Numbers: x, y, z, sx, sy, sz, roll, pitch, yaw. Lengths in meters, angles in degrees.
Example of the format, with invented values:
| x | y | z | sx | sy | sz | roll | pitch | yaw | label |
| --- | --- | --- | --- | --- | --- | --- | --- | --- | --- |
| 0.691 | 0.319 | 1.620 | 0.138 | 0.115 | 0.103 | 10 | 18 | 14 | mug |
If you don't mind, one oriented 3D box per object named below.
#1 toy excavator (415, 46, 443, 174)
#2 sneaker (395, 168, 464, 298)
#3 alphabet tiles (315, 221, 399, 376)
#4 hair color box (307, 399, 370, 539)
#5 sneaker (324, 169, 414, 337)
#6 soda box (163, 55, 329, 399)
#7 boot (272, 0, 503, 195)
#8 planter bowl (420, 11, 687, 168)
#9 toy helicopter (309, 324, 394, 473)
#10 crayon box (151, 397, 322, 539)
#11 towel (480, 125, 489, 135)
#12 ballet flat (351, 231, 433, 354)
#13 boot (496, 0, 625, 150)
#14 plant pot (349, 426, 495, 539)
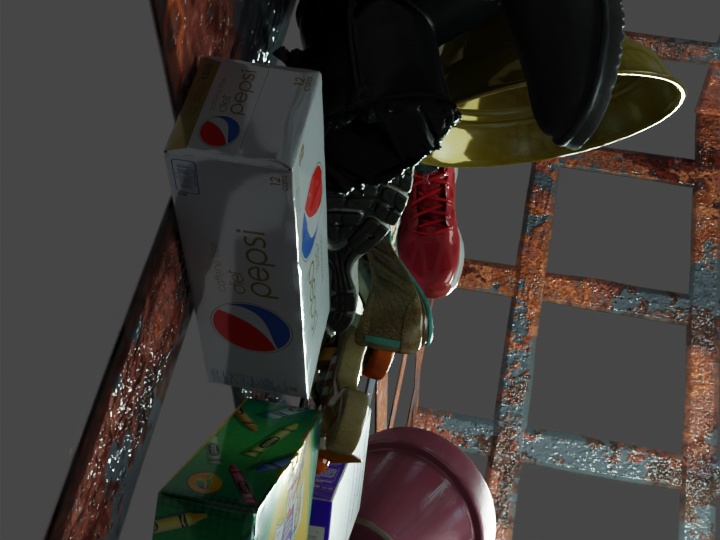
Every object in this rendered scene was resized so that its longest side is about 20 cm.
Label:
| x | y | z | sx | sy | sz | roll | pitch | yaw | label |
| --- | --- | --- | --- | --- | --- | --- | --- | --- | --- |
| 0.048 | -0.211 | 1.021 | 0.195 | 0.099 | 0.200 | -53 | -152 | 12 | toy excavator |
| 0.066 | -0.080 | 1.204 | 0.116 | 0.077 | 0.202 | 72 | 13 | -59 | sneaker |
| -0.004 | -0.004 | 1.043 | 0.166 | 0.006 | 0.202 | -34 | 138 | -59 | alphabet tiles |
| -0.039 | 0.202 | 1.010 | 0.200 | 0.064 | 0.111 | -53 | 150 | -72 | hair color box |
| -0.021 | -0.048 | 0.808 | 0.091 | 0.078 | 0.201 | -93 | -159 | -46 | sneaker |
| -0.054 | -0.015 | 0.612 | 0.201 | 0.063 | 0.069 | 91 | 10 | -53 | soda box |
| 0.037 | -0.138 | 0.692 | 0.164 | 0.196 | 0.074 | -90 | 155 | -44 | boot |
| 0.118 | -0.139 | 0.796 | 0.200 | 0.198 | 0.084 | 56 | 25 | -80 | planter bowl |
| -0.021 | 0.105 | 0.883 | 0.200 | 0.078 | 0.134 | -125 | -125 | -81 | toy helicopter |
| -0.073 | 0.163 | 0.696 | 0.200 | 0.058 | 0.120 | -47 | 145 | -78 | crayon box |
| 0.102 | -0.205 | 0.908 | 0.146 | 0.030 | 0.202 | -47 | 126 | -41 | towel |
| 0.000 | 0.000 | 0.913 | 0.201 | 0.071 | 0.068 | -110 | -161 | -53 | ballet flat |
| 0.038 | -0.160 | 0.614 | 0.066 | 0.198 | 0.166 | 123 | -20 | -56 | boot |
| 0.028 | 0.289 | 1.230 | 0.179 | 0.198 | 0.202 | -22 | 122 | -64 | plant pot |
